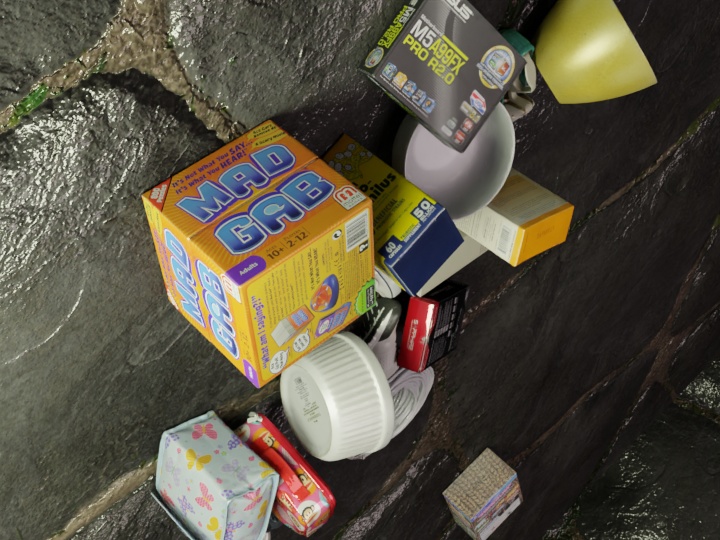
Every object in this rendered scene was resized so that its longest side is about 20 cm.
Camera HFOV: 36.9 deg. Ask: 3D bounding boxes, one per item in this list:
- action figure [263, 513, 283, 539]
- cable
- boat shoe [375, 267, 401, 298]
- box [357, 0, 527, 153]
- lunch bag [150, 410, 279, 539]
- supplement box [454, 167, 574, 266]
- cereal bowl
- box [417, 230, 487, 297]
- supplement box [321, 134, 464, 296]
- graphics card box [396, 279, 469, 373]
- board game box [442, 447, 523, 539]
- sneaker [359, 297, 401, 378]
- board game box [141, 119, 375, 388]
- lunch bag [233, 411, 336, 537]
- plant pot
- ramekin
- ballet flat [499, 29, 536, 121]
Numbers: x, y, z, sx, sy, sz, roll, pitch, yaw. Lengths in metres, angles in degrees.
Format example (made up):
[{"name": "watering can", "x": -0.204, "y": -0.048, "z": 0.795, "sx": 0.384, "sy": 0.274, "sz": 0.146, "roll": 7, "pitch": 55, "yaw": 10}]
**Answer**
[{"name": "action figure", "x": -0.145, "y": 0.432, "z": 1.912, "sx": 0.200, "sy": 0.105, "sz": 0.194, "roll": 7, "pitch": 127, "yaw": -53}, {"name": "cable", "x": 0.046, "y": 0.237, "z": 1.982, "sx": 0.200, "sy": 0.069, "sz": 0.200, "roll": -20, "pitch": 137, "yaw": -42}, {"name": "boat shoe", "x": 0.000, "y": 0.000, "z": 1.662, "sx": 0.066, "sy": 0.072, "sz": 0.200, "roll": -44, "pitch": 148, "yaw": -2}, {"name": "box", "x": 0.114, "y": -0.278, "z": 1.460, "sx": 0.200, "sy": 0.044, "sz": 0.160, "roll": 35, "pitch": 92, "yaw": -38}, {"name": "lunch bag", "x": -0.228, "y": 0.348, "z": 1.641, "sx": 0.127, "sy": 0.170, "sz": 0.200, "roll": -24, "pitch": 141, "yaw": -39}, {"name": "supplement box", "x": 0.218, "y": -0.102, "z": 1.708, "sx": 0.126, "sy": 0.200, "sz": 0.074, "roll": -24, "pitch": 137, "yaw": -35}, {"name": "cereal bowl", "x": 0.127, "y": -0.178, "z": 1.595, "sx": 0.200, "sy": 0.083, "sz": 0.201, "roll": -14, "pitch": 118, "yaw": -27}, {"name": "box", "x": 0.151, "y": -0.046, "z": 1.810, "sx": 0.200, "sy": 0.068, "sz": 0.082, "roll": -32, "pitch": 145, "yaw": -28}, {"name": "supplement box", "x": 0.026, "y": -0.077, "z": 1.482, "sx": 0.109, "sy": 0.200, "sz": 0.110, "roll": -48, "pitch": 149, "yaw": -5}, {"name": "graphics card box", "x": 0.128, "y": 0.093, "z": 1.870, "sx": 0.200, "sy": 0.051, "sz": 0.126, "roll": -21, "pitch": 124, "yaw": -64}, {"name": "board game box", "x": 0.301, "y": 0.552, "z": 2.627, "sx": 0.159, "sy": 0.097, "sz": 0.200, "roll": -42, "pitch": 149, "yaw": -14}, {"name": "sneaker", "x": 0.035, "y": 0.126, "z": 1.820, "sx": 0.080, "sy": 0.074, "sz": 0.200, "roll": 12, "pitch": 128, "yaw": -14}, {"name": "board game box", "x": -0.120, "y": -0.022, "z": 1.350, "sx": 0.200, "sy": 0.200, "sz": 0.200, "roll": -35, "pitch": 146, "yaw": -25}, {"name": "lunch bag", "x": -0.126, "y": 0.320, "z": 1.697, "sx": 0.082, "sy": 0.200, "sz": 0.176, "roll": -39, "pitch": 165, "yaw": -17}, {"name": "plant pot", "x": 0.342, "y": -0.337, "z": 1.658, "sx": 0.142, "sy": 0.200, "sz": 0.200, "roll": -31, "pitch": 153, "yaw": 14}, {"name": "ramekin", "x": -0.044, "y": 0.206, "z": 1.713, "sx": 0.105, "sy": 0.200, "sz": 0.200, "roll": -17, "pitch": 137, "yaw": -29}, {"name": "ballet flat", "x": 0.236, "y": -0.279, "z": 1.668, "sx": 0.067, "sy": 0.070, "sz": 0.200, "roll": -36, "pitch": 147, "yaw": -23}]
